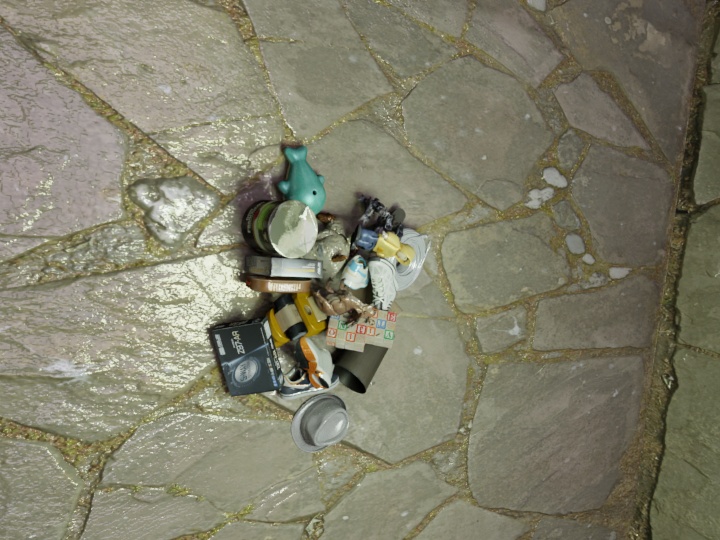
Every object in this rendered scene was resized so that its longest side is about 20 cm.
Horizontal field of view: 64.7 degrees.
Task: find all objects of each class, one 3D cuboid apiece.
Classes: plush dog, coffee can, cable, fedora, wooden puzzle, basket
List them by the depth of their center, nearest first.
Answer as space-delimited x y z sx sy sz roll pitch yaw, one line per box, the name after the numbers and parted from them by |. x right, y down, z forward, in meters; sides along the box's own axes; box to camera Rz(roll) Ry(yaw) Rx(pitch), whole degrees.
-0.222 -0.116 1.543 0.142 0.198 0.152 -4 98 -32 | coffee can
-0.077 -0.082 1.692 0.201 0.157 0.174 49 48 -27 | plush dog
-0.109 0.483 1.761 0.196 0.089 0.183 -23 108 -29 | fedora
0.009 0.118 1.769 0.198 0.038 0.186 -33 69 -27 | wooden puzzle
0.013 0.258 1.784 0.134 0.182 0.202 31 67 9 | basket
0.128 -0.039 1.840 0.196 0.068 0.206 8 104 -45 | cable

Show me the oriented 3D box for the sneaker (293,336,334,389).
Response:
-0.131 0.249 1.644 0.093 0.073 0.203 -68 149 -41 | sneaker

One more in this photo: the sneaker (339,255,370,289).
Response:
0.000 0.000 1.722 0.075 0.200 0.082 32 103 6 | sneaker

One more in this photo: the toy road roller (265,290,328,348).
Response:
-0.200 0.148 1.645 0.198 0.144 0.125 -6 65 -61 | toy road roller

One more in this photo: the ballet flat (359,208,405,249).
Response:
0.066 -0.132 1.827 0.199 0.046 0.068 -40 96 -20 | ballet flat

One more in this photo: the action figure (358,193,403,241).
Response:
0.048 -0.158 1.739 0.117 0.200 0.104 21 108 -39 | action figure

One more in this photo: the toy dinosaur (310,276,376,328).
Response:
-0.062 0.101 1.629 0.086 0.194 0.139 -57 141 -50 | toy dinosaur

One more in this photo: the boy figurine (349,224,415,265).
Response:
0.066 -0.067 1.656 0.194 0.125 0.066 20 53 -16 | boy figurine

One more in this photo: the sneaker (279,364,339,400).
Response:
-0.152 0.327 1.720 0.195 0.078 0.082 -10 108 -30 | sneaker

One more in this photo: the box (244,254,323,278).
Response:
-0.213 -0.012 1.563 0.154 0.198 0.050 2 92 -33 | box

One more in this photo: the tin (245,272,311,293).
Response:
-0.231 0.035 1.610 0.195 0.111 0.044 3 95 -33 | tin

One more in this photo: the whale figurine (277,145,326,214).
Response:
-0.161 -0.255 1.622 0.155 0.103 0.208 -13 98 -34 | whale figurine

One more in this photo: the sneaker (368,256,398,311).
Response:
0.063 0.052 1.686 0.202 0.073 0.118 60 39 -52 | sneaker

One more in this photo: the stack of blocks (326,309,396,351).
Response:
0.003 0.172 1.672 0.193 0.059 0.118 10 60 1 | stack of blocks

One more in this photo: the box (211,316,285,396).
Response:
-0.308 0.239 1.570 0.155 0.044 0.207 -9 106 13 | box
